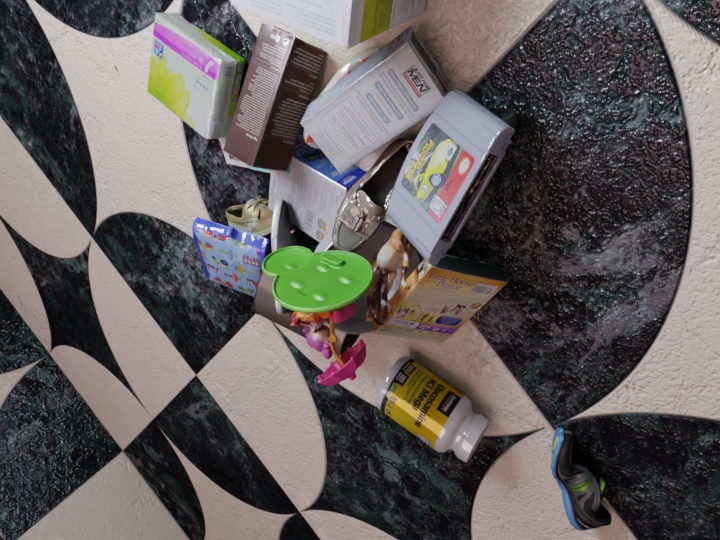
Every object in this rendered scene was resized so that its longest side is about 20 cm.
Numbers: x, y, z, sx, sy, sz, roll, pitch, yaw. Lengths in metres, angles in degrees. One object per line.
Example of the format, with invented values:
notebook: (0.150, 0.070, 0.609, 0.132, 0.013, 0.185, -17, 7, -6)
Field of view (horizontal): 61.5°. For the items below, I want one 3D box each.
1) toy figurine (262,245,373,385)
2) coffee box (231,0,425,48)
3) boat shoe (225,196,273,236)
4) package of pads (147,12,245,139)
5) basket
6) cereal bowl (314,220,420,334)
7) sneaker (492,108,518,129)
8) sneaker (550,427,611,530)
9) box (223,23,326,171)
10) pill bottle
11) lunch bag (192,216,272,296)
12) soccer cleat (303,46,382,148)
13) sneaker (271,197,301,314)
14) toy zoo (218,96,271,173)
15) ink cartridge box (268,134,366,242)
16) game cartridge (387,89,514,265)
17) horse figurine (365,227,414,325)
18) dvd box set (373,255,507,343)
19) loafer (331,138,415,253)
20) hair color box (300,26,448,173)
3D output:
toy figurine: (-0.060, 0.082, 0.916, 0.197, 0.149, 0.189, 23, 133, 40)
coffee box: (-0.028, -0.424, 0.739, 0.196, 0.197, 0.204, 28, 135, 22)
boat shoe: (-0.207, -0.109, 1.198, 0.196, 0.074, 0.068, -8, 118, 44)
package of pads: (-0.307, -0.353, 1.108, 0.198, 0.068, 0.157, 38, 127, 22)
basket: (-0.087, 0.060, 1.167, 0.197, 0.136, 0.184, 30, 121, 15)
cereal bowl: (0.000, 0.000, 1.027, 0.084, 0.194, 0.205, -127, 26, -56)
sneaker: (0.153, -0.154, 0.867, 0.197, 0.060, 0.107, -7, 113, 48)
sneaker: (0.368, 0.344, 1.007, 0.081, 0.071, 0.204, -14, 109, 30)
box: (-0.135, -0.267, 0.957, 0.074, 0.099, 0.205, 27, 105, 22)
pill bottle: (0.133, 0.257, 1.114, 0.197, 0.112, 0.115, 31, 134, 21)
lunch bag: (-0.239, -0.033, 1.175, 0.146, 0.096, 0.201, 19, 160, 7)
soccer cleat: (-0.028, -0.275, 0.941, 0.068, 0.079, 0.200, 26, 129, -27)
sneaker: (-0.105, -0.026, 1.072, 0.096, 0.071, 0.207, -3, 98, 3)
toy zoo: (-0.214, -0.258, 1.144, 0.196, 0.020, 0.135, 17, 127, 33)
ink cartridge box: (-0.065, -0.129, 1.057, 0.198, 0.076, 0.139, 34, 136, 21)
game cartridge: (0.110, -0.128, 0.809, 0.203, 0.040, 0.134, -62, 39, 23)
horse figurine: (0.049, -0.005, 0.930, 0.049, 0.135, 0.202, 16, 135, -14)
dvd box set: (0.124, 0.051, 0.979, 0.201, 0.142, 0.030, 126, 146, -47)
loafer: (0.021, -0.116, 0.911, 0.071, 0.203, 0.063, 34, 178, -5)
hair color box: (0.019, -0.238, 0.865, 0.197, 0.061, 0.099, -28, 119, 31)
